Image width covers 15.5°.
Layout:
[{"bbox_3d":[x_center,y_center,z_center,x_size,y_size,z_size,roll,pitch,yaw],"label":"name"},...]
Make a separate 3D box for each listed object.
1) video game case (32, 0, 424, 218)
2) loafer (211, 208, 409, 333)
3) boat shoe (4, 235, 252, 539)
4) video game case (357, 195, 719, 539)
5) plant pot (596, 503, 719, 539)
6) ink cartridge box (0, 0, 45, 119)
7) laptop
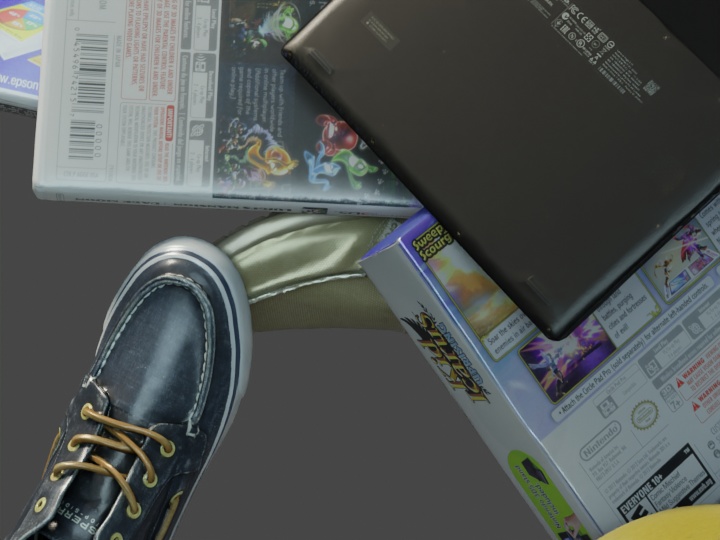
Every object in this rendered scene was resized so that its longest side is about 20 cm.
[{"bbox_3d":[-0.053,-0.125,1.209,0.181,0.023,0.201,3,75,-3],"label":"video game case"},{"bbox_3d":[0.000,0.000,1.227,0.199,0.076,0.069,-23,80,-2],"label":"loafer"},{"bbox_3d":[-0.106,0.087,1.179,0.071,0.091,0.201,21,107,10],"label":"boat shoe"},{"bbox_3d":[0.125,0.011,1.192,0.200,0.045,0.182,-38,97,-29],"label":"video game case"},{"bbox_3d":[0.158,0.186,1.031,0.199,0.142,0.201,1,81,-6],"label":"plant pot"},{"bbox_3d":[-0.079,-0.157,1.255,0.197,0.043,0.201,13,83,0],"label":"ink cartridge box"},{"bbox_3d":[0.108,-0.087,1.178,0.200,0.116,0.187,-43,67,1],"label":"laptop"}]
